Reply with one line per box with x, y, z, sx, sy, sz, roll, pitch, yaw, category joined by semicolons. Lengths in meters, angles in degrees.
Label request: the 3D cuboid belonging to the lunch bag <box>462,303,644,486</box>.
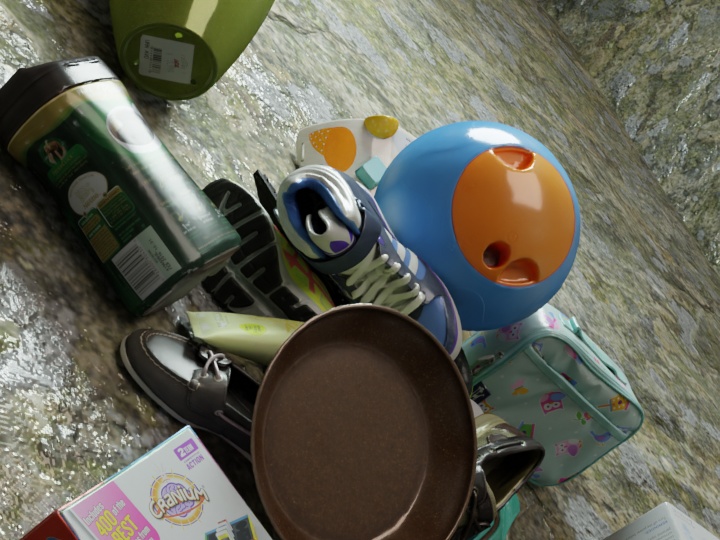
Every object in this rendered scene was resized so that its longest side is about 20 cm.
0.189;0.128;1.173;0.200;0.160;0.077;39;25;-29;lunch bag

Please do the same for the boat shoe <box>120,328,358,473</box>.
-0.084;0.098;0.832;0.200;0.057;0.067;43;24;-21;boat shoe

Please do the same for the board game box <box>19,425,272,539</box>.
-0.092;0.205;0.677;0.200;0.040;0.153;53;22;4;board game box

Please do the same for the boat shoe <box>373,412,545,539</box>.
0.080;0.179;0.906;0.200;0.065;0.073;-38;127;-43;boat shoe

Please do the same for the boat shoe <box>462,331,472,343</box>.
0.088;0.016;1.207;0.200;0.064;0.071;66;-20;-11;boat shoe

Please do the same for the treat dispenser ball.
0.109;-0.042;1.081;0.201;0.201;0.201;41;24;-23;treat dispenser ball

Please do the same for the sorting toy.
0.032;-0.062;1.283;0.200;0.107;0.180;25;53;-47;sorting toy

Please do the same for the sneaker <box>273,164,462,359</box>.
0.000;0.000;0.945;0.200;0.081;0.146;58;16;12;sneaker

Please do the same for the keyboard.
-0.033;-0.004;1.050;0.200;0.040;0.104;59;-10;14;keyboard

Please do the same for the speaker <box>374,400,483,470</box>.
0.036;0.144;0.962;0.200;0.081;0.081;8;48;-59;speaker

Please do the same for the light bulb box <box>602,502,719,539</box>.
0.340;0.376;1.133;0.198;0.125;0.200;35;26;-35;light bulb box

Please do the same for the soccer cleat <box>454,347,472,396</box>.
0.039;0.057;1.135;0.081;0.068;0.200;4;44;-49;soccer cleat

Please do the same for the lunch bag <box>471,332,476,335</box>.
0.182;0.087;1.338;0.160;0.076;0.200;22;37;-47;lunch bag

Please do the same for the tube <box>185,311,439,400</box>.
-0.036;0.063;0.882;0.200;0.058;0.052;14;57;-15;tube

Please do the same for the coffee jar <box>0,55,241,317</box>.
-0.186;-0.068;0.854;0.200;0.085;0.104;53;26;1;coffee jar

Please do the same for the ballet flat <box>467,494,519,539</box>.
0.103;0.236;0.978;0.070;0.067;0.200;64;23;-8;ballet flat

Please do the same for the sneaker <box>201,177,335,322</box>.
-0.076;0.011;0.975;0.200;0.078;0.090;59;15;4;sneaker

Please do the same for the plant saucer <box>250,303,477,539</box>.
-0.001;0.126;0.823;0.200;0.037;0.201;8;76;-34;plant saucer

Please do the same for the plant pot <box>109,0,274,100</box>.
-0.170;-0.265;1.103;0.187;0.187;0.200;37;41;-32;plant pot
